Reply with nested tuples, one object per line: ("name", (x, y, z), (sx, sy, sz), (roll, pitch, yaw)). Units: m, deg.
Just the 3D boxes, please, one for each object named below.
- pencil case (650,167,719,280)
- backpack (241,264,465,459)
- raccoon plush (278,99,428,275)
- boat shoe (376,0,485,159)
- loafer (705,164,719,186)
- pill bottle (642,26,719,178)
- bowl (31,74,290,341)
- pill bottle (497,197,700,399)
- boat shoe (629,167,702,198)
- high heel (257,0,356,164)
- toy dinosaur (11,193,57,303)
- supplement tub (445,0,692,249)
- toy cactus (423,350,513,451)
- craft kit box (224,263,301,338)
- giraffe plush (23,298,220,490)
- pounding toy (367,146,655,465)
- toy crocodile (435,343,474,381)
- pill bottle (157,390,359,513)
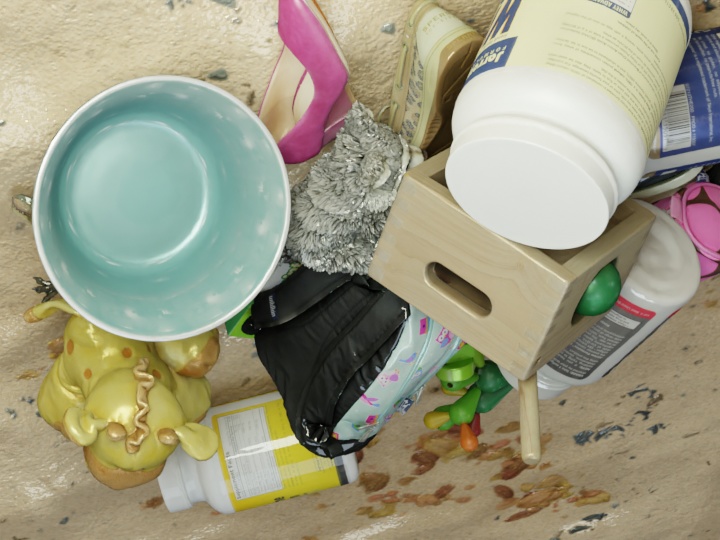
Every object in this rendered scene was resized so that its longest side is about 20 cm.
("pencil case", (0.264, -0.017, 1.493), (0.093, 0.091, 0.200), (6, 156, -31))
("backpack", (0.005, 0.049, 1.406), (0.126, 0.167, 0.200), (-9, 148, -46))
("raccoon plush", (-0.037, -0.045, 1.275), (0.200, 0.097, 0.134), (-34, 158, -6))
("boat shoe", (0.057, -0.139, 1.301), (0.073, 0.063, 0.200), (-29, 157, -27))
("loafer", (0.358, -0.089, 1.467), (0.068, 0.071, 0.201), (-6, 146, -18))
("pill bottle", (0.301, -0.146, 1.326), (0.199, 0.111, 0.111), (-11, 147, -5))
("bowl", (-0.163, -0.055, 1.246), (0.200, 0.105, 0.202), (-4, 103, -20))
("pill bottle", (0.203, 0.033, 1.427), (0.110, 0.111, 0.200), (6, 145, -28))
("boat shoe", (0.201, -0.084, 1.415), (0.199, 0.075, 0.066), (-18, 137, 15))
("high heel", (-0.059, -0.146, 1.231), (0.096, 0.068, 0.200), (-25, 159, -2))
("toy dinosaur", (-0.229, -0.009, 1.383), (0.088, 0.048, 0.200), (-41, 144, 26))
("supplement tub", (0.152, -0.131, 1.178), (0.144, 0.201, 0.145), (18, 150, 11))
("toy cactus", (0.158, 0.114, 1.685), (0.164, 0.102, 0.200), (-2, 136, -36))
("craft kit box", (0.000, 0.000, 1.489), (0.197, 0.049, 0.200), (10, 139, -28))
("giraffe plush", (-0.192, 0.111, 1.352), (0.172, 0.162, 0.201), (-15, 132, -7))
("pounding toy", (0.124, 0.011, 1.268), (0.184, 0.200, 0.143), (-31, 149, -49))
("toy crocodile", (0.117, 0.054, 1.542), (0.199, 0.062, 0.068), (-17, 114, -16))
("pill bottle", (-0.108, 0.187, 1.655), (0.199, 0.112, 0.112), (-14, 147, -1))
